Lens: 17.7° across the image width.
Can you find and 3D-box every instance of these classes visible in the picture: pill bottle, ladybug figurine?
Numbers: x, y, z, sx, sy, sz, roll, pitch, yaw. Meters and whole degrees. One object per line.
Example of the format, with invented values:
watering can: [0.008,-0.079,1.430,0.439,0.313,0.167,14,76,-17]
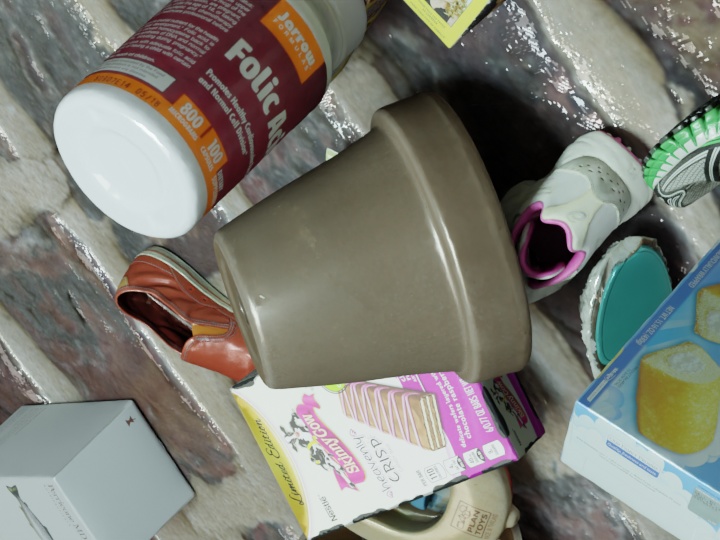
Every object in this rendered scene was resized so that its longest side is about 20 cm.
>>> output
pill bottle: [-0.090,-0.122,1.467,0.114,0.200,0.114,27,144,22]
ladybug figurine: [0.038,0.150,1.813,0.200,0.072,0.136,28,117,16]

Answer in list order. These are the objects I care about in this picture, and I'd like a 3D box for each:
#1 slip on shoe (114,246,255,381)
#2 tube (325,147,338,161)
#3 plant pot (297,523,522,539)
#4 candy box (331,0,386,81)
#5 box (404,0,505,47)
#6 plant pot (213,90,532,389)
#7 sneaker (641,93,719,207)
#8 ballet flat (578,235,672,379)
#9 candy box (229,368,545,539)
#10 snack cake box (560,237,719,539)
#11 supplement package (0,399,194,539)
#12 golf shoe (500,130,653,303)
slip on shoe: [-0.121,0.059,1.923,0.200,0.061,0.074,37,144,11]
tube: [-0.005,-0.007,1.738,0.200,0.058,0.052,103,158,-48]
plant pot: [0.060,0.302,1.883,0.200,0.200,0.198,17,146,36]
candy box: [-0.040,-0.204,1.555,0.117,0.056,0.200,43,148,2]
box: [0.098,-0.214,1.379,0.050,0.075,0.200,46,148,3]
plant pot: [0.000,0.000,1.555,0.200,0.174,0.200,160,90,-83]
sneaker: [0.241,-0.073,1.359,0.085,0.078,0.200,58,146,-2]
ballet flat: [0.176,0.048,1.585,0.072,0.072,0.200,20,139,33]
candy box: [0.018,0.105,1.730,0.200,0.061,0.136,-25,95,31]
snack cake box: [0.227,0.068,1.422,0.115,0.200,0.067,32,144,19]
supplement package: [-0.277,0.204,2.196,0.200,0.117,0.117,-7,120,50]
golf shoe: [0.118,-0.019,1.550,0.075,0.092,0.200,42,148,3]
